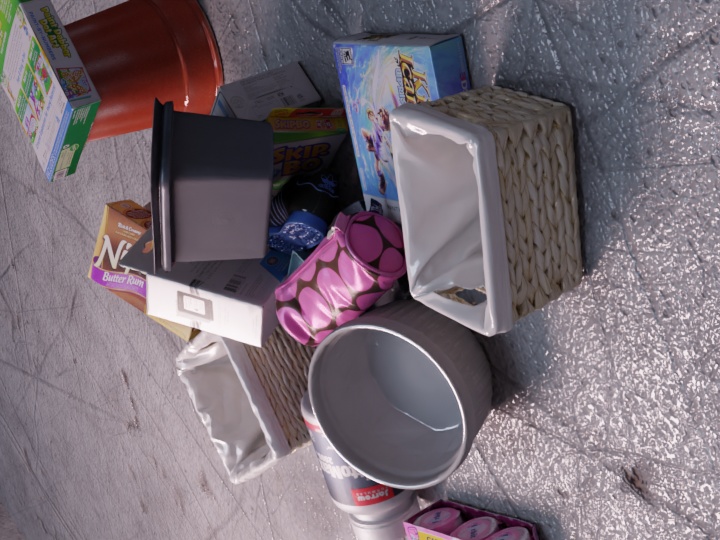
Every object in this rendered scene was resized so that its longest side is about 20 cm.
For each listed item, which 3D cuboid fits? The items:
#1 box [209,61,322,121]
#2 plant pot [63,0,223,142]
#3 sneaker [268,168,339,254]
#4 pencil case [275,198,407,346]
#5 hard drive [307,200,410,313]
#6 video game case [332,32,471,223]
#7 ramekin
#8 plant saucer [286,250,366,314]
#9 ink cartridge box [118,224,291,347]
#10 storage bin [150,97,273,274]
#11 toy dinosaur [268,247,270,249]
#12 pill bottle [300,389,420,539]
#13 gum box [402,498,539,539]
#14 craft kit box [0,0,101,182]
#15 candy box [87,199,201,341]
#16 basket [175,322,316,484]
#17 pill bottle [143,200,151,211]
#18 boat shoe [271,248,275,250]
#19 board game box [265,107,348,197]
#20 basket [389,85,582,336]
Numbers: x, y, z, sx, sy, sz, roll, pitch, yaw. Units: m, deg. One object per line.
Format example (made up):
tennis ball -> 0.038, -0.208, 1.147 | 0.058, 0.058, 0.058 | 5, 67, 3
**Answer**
box -> -0.132, -0.157, 1.616 | 0.060, 0.116, 0.200 | 57, 150, 17
plant pot -> -0.317, -0.266, 1.768 | 0.201, 0.194, 0.202 | 39, 141, 41
sneaker -> -0.074, -0.070, 1.594 | 0.070, 0.078, 0.200 | 27, 165, -19
pencil case -> -0.027, 0.008, 1.476 | 0.200, 0.093, 0.091 | -46, 28, 48
hard drive -> 0.000, 0.000, 1.579 | 0.136, 0.042, 0.200 | 64, 152, 7
video game case -> 0.053, -0.144, 1.386 | 0.181, 0.045, 0.202 | 15, 122, 55
ramekin -> 0.052, 0.129, 1.462 | 0.199, 0.105, 0.202 | 15, 120, 27
plant saucer -> -0.014, 0.058, 1.582 | 0.200, 0.019, 0.070 | 44, 149, 18
ink cartridge box -> -0.190, 0.013, 1.665 | 0.198, 0.116, 0.067 | 16, 128, 14
storage bin -> -0.168, -0.098, 1.505 | 0.201, 0.133, 0.147 | 102, 167, -54
toy dinosaur -> -0.154, -0.076, 1.724 | 0.058, 0.101, 0.202 | -1, 109, 59
pill bottle -> 0.009, 0.231, 1.643 | 0.119, 0.119, 0.201 | 17, 131, 54
gum box -> 0.144, 0.348, 1.555 | 0.199, 0.066, 0.114 | 2, 113, 59
craft kit box -> -0.406, -0.244, 1.688 | 0.198, 0.048, 0.200 | 59, 150, 9
candy box -> -0.278, -0.003, 1.826 | 0.199, 0.056, 0.117 | 30, 114, 25
basket -> -0.120, 0.150, 1.766 | 0.201, 0.160, 0.198 | 62, 151, 7
pill bottle -> -0.235, -0.013, 1.896 | 0.201, 0.110, 0.111 | 63, 151, 8
boat shoe -> -0.162, -0.041, 1.804 | 0.201, 0.071, 0.076 | 65, 163, 5
board game box -> -0.083, -0.130, 1.572 | 0.200, 0.095, 0.030 | 121, 141, -55
basket -> 0.121, -0.063, 1.247 | 0.135, 0.123, 0.202 | 26, 131, 50
